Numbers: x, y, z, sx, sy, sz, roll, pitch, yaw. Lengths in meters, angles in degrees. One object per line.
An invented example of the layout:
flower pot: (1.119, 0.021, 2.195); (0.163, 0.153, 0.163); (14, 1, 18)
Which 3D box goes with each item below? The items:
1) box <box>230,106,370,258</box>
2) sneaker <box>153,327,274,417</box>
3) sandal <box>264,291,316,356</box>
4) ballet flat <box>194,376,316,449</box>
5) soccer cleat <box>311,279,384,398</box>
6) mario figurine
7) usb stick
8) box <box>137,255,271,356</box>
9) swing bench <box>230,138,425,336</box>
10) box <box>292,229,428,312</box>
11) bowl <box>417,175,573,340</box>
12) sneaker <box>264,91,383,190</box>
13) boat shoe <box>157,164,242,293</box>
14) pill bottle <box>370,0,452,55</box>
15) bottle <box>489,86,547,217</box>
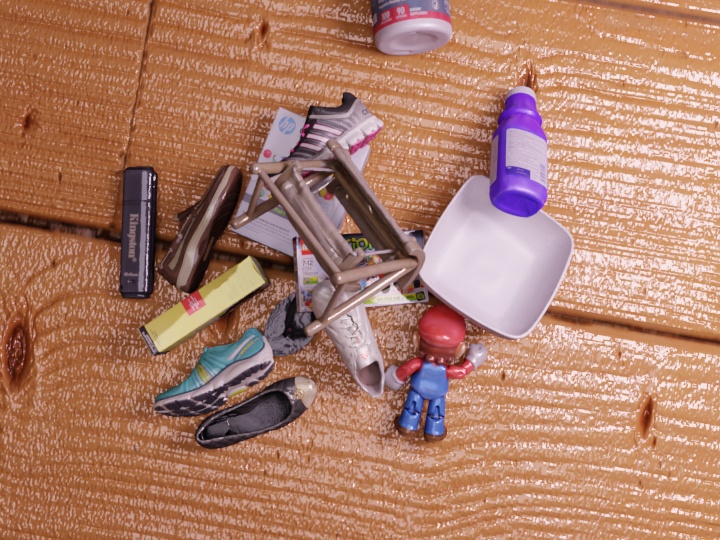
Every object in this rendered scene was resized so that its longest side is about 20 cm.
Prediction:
box: (-0.090, -0.124, 1.222); (0.154, 0.041, 0.203); (23, 87, 2)
sneaker: (-0.222, 0.158, 1.207); (0.198, 0.078, 0.080); (-29, 61, 2)
sandal: (-0.069, 0.052, 1.208); (0.200, 0.048, 0.076); (-40, 88, -1)
ballet flat: (-0.154, 0.218, 1.198); (0.197, 0.057, 0.067); (-26, 88, 0)
soccer cleat: (-0.009, 0.098, 1.146); (0.068, 0.078, 0.202); (-26, 125, 1)
mario figurine: (0.112, 0.147, 1.199); (0.122, 0.106, 0.204); (8, 99, -34)
usb stick: (-0.342, -0.059, 1.230); (0.054, 0.033, 0.205); (1, 88, 1)
box: (-0.231, 0.054, 1.201); (0.198, 0.075, 0.051); (-33, 86, 1)
swing bench: (-0.033, -0.056, 1.072); (0.198, 0.130, 0.200); (-24, 68, -37)
box: (0.000, 0.000, 1.189); (0.196, 0.035, 0.113); (-4, 89, -14)
bowl: (0.192, -0.011, 1.175); (0.198, 0.075, 0.202); (33, 71, 2)
sneaker: (-0.067, -0.191, 1.171); (0.198, 0.074, 0.088); (-33, 86, -5)
boat shoe: (-0.249, -0.072, 1.209); (0.074, 0.075, 0.205); (24, 88, 9)
pill bottle: (0.069, -0.438, 1.194); (0.117, 0.120, 0.204); (-6, 87, 1)
bottle: (0.232, -0.178, 1.169); (0.082, 0.065, 0.203); (17, 59, -16)
